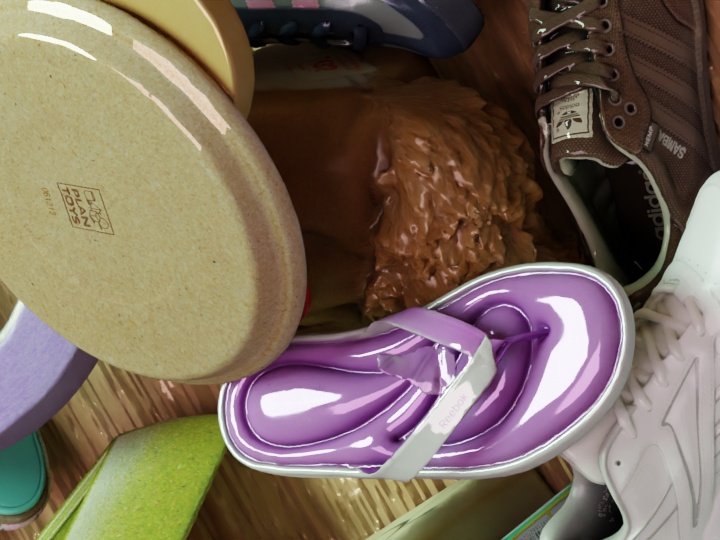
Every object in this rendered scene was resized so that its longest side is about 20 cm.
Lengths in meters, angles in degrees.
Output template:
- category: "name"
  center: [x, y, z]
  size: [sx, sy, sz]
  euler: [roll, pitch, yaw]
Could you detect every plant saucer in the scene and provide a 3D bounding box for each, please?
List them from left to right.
- category: "plant saucer"
  center: [-0.149, 0.171, 1.389]
  size: [0.048, 0.200, 0.200]
  euler: [33, 124, -7]

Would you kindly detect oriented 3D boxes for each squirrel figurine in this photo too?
- category: "squirrel figurine"
  center: [0.000, 0.000, 1.282]
  size: [0.200, 0.142, 0.187]
  euler: [15, 121, 29]

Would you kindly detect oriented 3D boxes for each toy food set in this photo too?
- category: "toy food set"
  center: [-0.101, -0.039, 1.210]
  size: [0.198, 0.049, 0.200]
  euler: [-7, 119, 45]

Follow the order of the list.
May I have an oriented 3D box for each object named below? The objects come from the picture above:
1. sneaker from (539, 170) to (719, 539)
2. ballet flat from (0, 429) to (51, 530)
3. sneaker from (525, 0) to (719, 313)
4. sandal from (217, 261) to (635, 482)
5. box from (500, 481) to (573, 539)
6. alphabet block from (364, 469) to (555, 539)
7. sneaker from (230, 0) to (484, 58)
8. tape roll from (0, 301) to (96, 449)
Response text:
- category: "sneaker"
  center: [0.125, 0.051, 1.194]
  size: [0.078, 0.099, 0.200]
  euler: [44, 129, 54]
- category: "ballet flat"
  center: [-0.228, 0.055, 1.487]
  size: [0.200, 0.069, 0.071]
  euler: [52, 143, 10]
- category: "sneaker"
  center: [0.105, -0.079, 1.222]
  size: [0.070, 0.076, 0.200]
  euler: [-13, 101, 34]
- category: "sandal"
  center: [0.020, 0.050, 1.192]
  size: [0.202, 0.050, 0.083]
  euler: [-17, 79, 33]
- category: "box"
  center: [0.139, 0.183, 1.271]
  size: [0.200, 0.117, 0.048]
  euler: [53, 135, 5]
- category: "alphabet block"
  center: [0.017, 0.231, 1.313]
  size: [0.195, 0.200, 0.197]
  euler: [-34, 88, 34]
- category: "sneaker"
  center: [-0.049, -0.113, 1.247]
  size: [0.200, 0.070, 0.082]
  euler: [19, 75, 10]
- category: "tape roll"
  center: [-0.216, -0.007, 1.385]
  size: [0.200, 0.066, 0.200]
  euler: [0, 87, 4]
